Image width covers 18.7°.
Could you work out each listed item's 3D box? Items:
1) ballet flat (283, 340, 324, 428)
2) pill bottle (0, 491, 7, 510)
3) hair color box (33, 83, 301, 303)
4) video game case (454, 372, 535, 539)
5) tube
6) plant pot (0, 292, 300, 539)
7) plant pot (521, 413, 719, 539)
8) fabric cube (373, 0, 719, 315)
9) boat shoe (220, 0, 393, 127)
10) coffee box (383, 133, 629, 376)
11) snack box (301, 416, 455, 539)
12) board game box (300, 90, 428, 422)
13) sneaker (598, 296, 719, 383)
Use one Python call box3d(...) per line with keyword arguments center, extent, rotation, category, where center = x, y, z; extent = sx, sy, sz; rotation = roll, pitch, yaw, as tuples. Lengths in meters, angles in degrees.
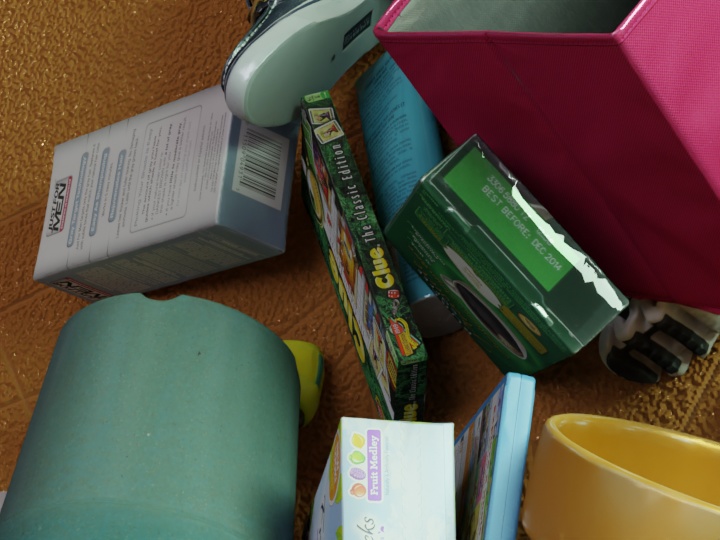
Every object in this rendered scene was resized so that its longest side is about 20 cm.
box3d(center=(-0.107, 0.069, 1.404), extent=(0.199, 0.067, 0.067), rotation=(0, 49, 31), category="ballet flat")
box3d(center=(-0.205, 0.241, 1.357), extent=(0.111, 0.111, 0.201), rotation=(-39, 54, 15), category="pill bottle")
box3d(center=(-0.128, -0.048, 1.430), extent=(0.199, 0.060, 0.100), rotation=(-14, 62, 46), category="hair color box")
box3d(center=(0.059, 0.148, 1.182), extent=(0.018, 0.200, 0.144), rotation=(11, 72, -4), category="video game case")
box3d(center=(0.030, -0.057, 1.364), extent=(0.077, 0.050, 0.201), rotation=(-41, 49, 42), category="tube")
box3d(center=(-0.118, 0.132, 1.243), extent=(0.199, 0.200, 0.197), rotation=(-14, 51, 29), category="plant pot")
box3d(center=(0.162, 0.190, 1.091), extent=(0.199, 0.199, 0.185), rotation=(21, 98, 38), category="plant pot")
box3d(center=(0.168, -0.117, 1.139), extent=(0.197, 0.200, 0.199), rotation=(-51, 31, -20), category="fabric cube")
box3d(center=(-0.048, -0.160, 1.385), extent=(0.090, 0.200, 0.071), rotation=(26, 130, 20), category="boat shoe")
box3d(center=(0.074, -0.003, 1.196), extent=(0.044, 0.200, 0.123), rotation=(-42, 87, -9), category="coffee box")
box3d(center=(0.006, 0.192, 1.182), extent=(0.067, 0.200, 0.170), rotation=(4, 65, -8), category="snack box")
box3d(center=(0.000, 0.000, 1.330), extent=(0.023, 0.105, 0.201), rotation=(-15, 57, -8), category="board game box")
box3d(center=(0.212, -0.017, 1.212), extent=(0.199, 0.075, 0.082), rotation=(-29, 48, 21), category="sneaker")
